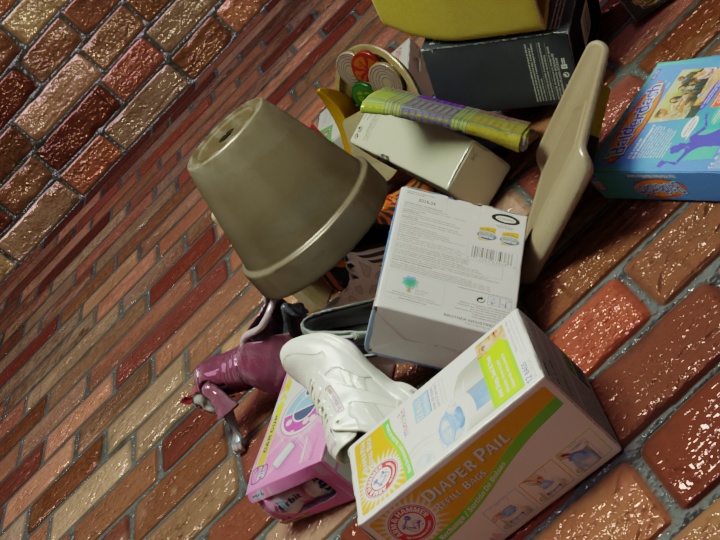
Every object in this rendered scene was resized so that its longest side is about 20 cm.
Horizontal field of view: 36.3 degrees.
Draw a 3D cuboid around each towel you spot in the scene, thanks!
[{"bbox_3d":[0.108,-0.177,1.284,0.144,0.200,0.023,-50,-26,-70],"label":"towel"}]

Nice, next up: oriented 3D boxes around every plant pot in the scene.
[{"bbox_3d":[0.101,-0.389,1.292,0.200,0.196,0.194,-10,41,23],"label":"plant pot"},{"bbox_3d":[-0.098,-0.095,1.255,0.200,0.174,0.200,-37,23,19],"label":"plant pot"}]

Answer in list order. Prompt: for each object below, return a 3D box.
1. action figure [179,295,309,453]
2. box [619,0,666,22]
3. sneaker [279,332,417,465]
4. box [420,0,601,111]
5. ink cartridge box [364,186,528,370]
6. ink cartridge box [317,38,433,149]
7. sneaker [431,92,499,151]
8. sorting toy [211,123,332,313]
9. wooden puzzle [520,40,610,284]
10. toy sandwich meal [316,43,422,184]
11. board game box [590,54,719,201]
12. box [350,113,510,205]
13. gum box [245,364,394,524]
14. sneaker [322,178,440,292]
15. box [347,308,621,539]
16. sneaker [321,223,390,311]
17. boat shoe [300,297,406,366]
[{"bbox_3d":[-0.147,0.123,1.350,0.200,0.149,0.134,-24,36,19],"label":"action figure"},{"bbox_3d":[0.400,-0.417,1.347,0.200,0.050,0.199,-35,27,27],"label":"box"},{"bbox_3d":[-0.016,0.128,1.065,0.200,0.075,0.100,28,52,34],"label":"sneaker"},{"bbox_3d":[0.193,-0.300,1.371,0.182,0.104,0.200,-1,44,23],"label":"box"},{"bbox_3d":[0.090,-0.001,1.090,0.076,0.136,0.200,104,180,-50],"label":"ink cartridge box"},{"bbox_3d":[0.028,-0.241,1.679,0.200,0.084,0.146,-36,26,26],"label":"ink cartridge box"},{"bbox_3d":[0.122,-0.186,1.444,0.078,0.075,0.200,-49,21,5],"label":"sneaker"},{"bbox_3d":[-0.071,-0.084,1.459,0.070,0.200,0.199,-19,36,43],"label":"sorting toy"},{"bbox_3d":[0.212,-0.109,1.124,0.185,0.037,0.200,109,178,-48],"label":"wooden puzzle"},{"bbox_3d":[0.015,-0.212,1.524,0.070,0.205,0.205,-28,10,-33],"label":"toy sandwich meal"},{"bbox_3d":[0.323,-0.137,1.042,0.152,0.045,0.200,-54,24,-11],"label":"board game box"},{"bbox_3d":[0.082,-0.144,1.346,0.200,0.082,0.068,33,95,48],"label":"box"},{"bbox_3d":[-0.040,0.168,1.171,0.113,0.066,0.200,-30,28,35],"label":"gum box"},{"bbox_3d":[0.013,-0.069,1.394,0.200,0.112,0.078,-52,24,-12],"label":"sneaker"},{"bbox_3d":[0.097,0.149,0.914,0.200,0.101,0.113,-41,23,16],"label":"box"},{"bbox_3d":[0.000,0.000,1.306,0.200,0.115,0.076,-29,29,38],"label":"sneaker"},{"bbox_3d":[0.037,0.050,1.135,0.199,0.068,0.074,-10,37,13],"label":"boat shoe"}]
